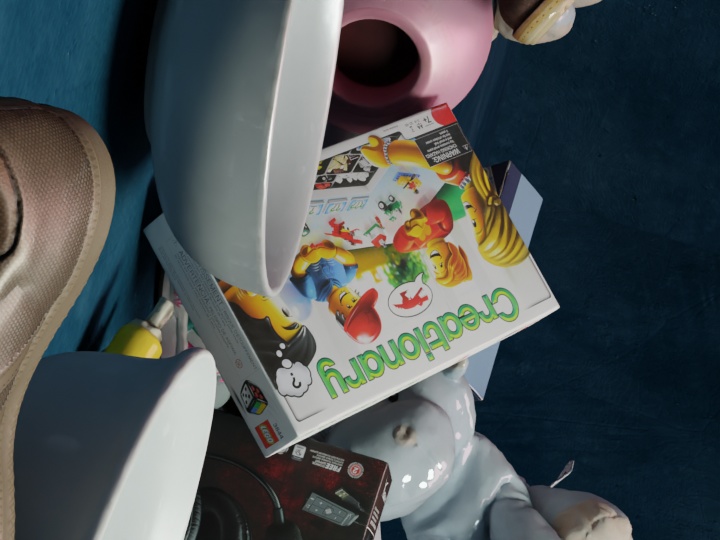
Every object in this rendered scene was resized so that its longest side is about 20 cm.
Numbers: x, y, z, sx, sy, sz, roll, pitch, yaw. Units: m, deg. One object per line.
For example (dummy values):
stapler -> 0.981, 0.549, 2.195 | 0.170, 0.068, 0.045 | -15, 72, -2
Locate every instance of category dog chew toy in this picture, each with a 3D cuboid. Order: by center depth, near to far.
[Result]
dog chew toy -> 0.016, -0.162, 1.219 | 0.200, 0.124, 0.125 | -79, -177, -58

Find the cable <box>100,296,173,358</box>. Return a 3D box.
cable -> -0.137, 0.100, 0.963 | 0.200, 0.050, 0.097 | -50, 166, -45

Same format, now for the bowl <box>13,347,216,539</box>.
bowl -> -0.124, 0.110, 0.755 | 0.201, 0.090, 0.201 | 16, 90, -85

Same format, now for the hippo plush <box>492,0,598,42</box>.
hippo plush -> 0.097, -0.255, 1.420 | 0.200, 0.159, 0.161 | -52, 157, -15

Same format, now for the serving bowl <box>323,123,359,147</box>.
serving bowl -> -0.020, -0.050, 1.323 | 0.200, 0.066, 0.200 | 22, 90, -89

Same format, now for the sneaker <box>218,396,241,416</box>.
sneaker -> -0.085, 0.123, 1.360 | 0.200, 0.085, 0.073 | 64, 24, -50

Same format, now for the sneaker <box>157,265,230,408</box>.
sneaker -> -0.043, 0.031, 1.171 | 0.200, 0.121, 0.084 | 98, 10, -60

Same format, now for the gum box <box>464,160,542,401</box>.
gum box -> 0.011, 0.024, 1.419 | 0.045, 0.200, 0.170 | 47, 46, -31

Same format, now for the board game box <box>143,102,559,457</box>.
board game box -> 0.000, 0.000, 1.082 | 0.200, 0.126, 0.035 | -24, 173, -42

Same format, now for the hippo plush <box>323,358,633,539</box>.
hippo plush -> 0.064, 0.119, 1.261 | 0.161, 0.159, 0.200 | 64, 36, -24

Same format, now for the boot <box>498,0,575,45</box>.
boot -> 0.053, -0.218, 1.153 | 0.072, 0.166, 0.200 | -46, -162, 36

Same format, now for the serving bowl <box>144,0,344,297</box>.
serving bowl -> -0.052, -0.092, 0.933 | 0.200, 0.066, 0.201 | 10, 90, -85

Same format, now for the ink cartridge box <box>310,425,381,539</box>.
ink cartridge box -> -0.022, 0.184, 1.296 | 0.196, 0.043, 0.200 | 58, 27, -66

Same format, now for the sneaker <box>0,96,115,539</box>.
sneaker -> -0.139, 0.042, 0.633 | 0.075, 0.070, 0.200 | 5, 105, -58

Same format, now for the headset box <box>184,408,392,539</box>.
headset box -> -0.083, 0.172, 1.060 | 0.075, 0.148, 0.200 | 78, 30, -78

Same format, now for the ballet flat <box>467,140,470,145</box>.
ballet flat -> 0.044, -0.017, 1.329 | 0.069, 0.063, 0.200 | -36, -166, 29
